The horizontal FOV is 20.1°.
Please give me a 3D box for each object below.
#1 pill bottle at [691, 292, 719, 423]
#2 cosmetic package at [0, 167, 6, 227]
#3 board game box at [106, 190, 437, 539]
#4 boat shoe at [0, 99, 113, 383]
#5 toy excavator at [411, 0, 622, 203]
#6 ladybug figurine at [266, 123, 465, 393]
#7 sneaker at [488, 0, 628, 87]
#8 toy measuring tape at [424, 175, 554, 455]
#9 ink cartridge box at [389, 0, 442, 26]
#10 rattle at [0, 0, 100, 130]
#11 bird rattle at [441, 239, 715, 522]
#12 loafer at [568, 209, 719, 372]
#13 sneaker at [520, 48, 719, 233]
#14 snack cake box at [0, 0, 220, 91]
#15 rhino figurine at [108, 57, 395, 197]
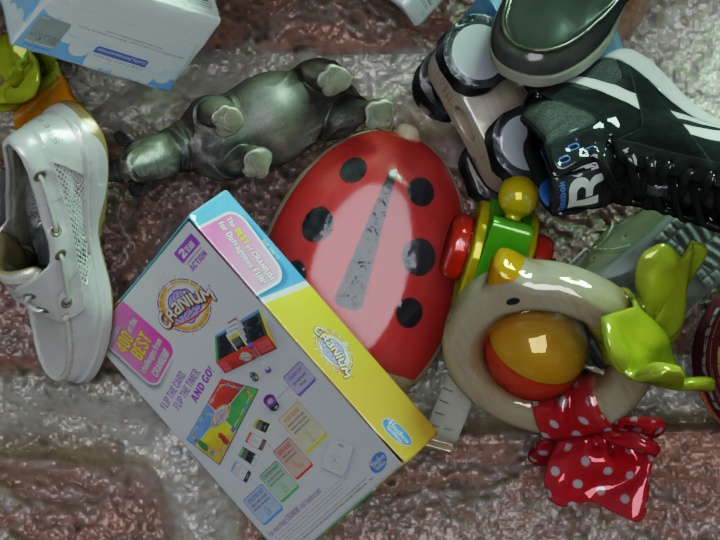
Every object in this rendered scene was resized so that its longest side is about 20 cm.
[{"bbox_3d":[0.263,0.054,1.235,0.113,0.200,0.115,0,87,2],"label":"pill bottle"},{"bbox_3d":[-0.264,-0.052,1.255,0.082,0.200,0.051,14,89,2],"label":"cosmetic package"},{"bbox_3d":[-0.065,0.070,1.278,0.200,0.153,0.040,49,45,3],"label":"board game box"},{"bbox_3d":[-0.201,-0.009,1.269,0.071,0.069,0.201,31,132,37],"label":"boat shoe"},{"bbox_3d":[0.129,-0.164,1.313,0.199,0.100,0.195,-27,86,-13],"label":"toy excavator"},{"bbox_3d":[0.000,0.000,1.309,0.135,0.072,0.202,15,88,3],"label":"ladybug figurine"},{"bbox_3d":[0.138,-0.207,1.217,0.074,0.107,0.200,25,61,19],"label":"sneaker"},{"bbox_3d":[0.076,0.022,1.282,0.073,0.074,0.201,18,122,2],"label":"toy measuring tape"},{"bbox_3d":[0.032,-0.291,1.305,0.198,0.043,0.200,-47,66,-1],"label":"ink cartridge box"},{"bbox_3d":[-0.242,-0.130,1.248,0.129,0.200,0.144,-9,69,6],"label":"rattle"},{"bbox_3d":[0.128,0.054,1.228,0.162,0.200,0.113,23,53,-3],"label":"bird rattle"},{"bbox_3d":[0.170,0.013,1.311,0.199,0.070,0.075,-35,102,14],"label":"loafer"},{"bbox_3d":[0.169,-0.048,1.181,0.111,0.073,0.200,-27,45,-23],"label":"sneaker"},{"bbox_3d":[-0.169,-0.216,1.253,0.067,0.114,0.201,-47,45,34],"label":"snack cake box"},{"bbox_3d":[-0.083,-0.087,1.294,0.199,0.087,0.060,-20,104,-13],"label":"rhino figurine"}]
